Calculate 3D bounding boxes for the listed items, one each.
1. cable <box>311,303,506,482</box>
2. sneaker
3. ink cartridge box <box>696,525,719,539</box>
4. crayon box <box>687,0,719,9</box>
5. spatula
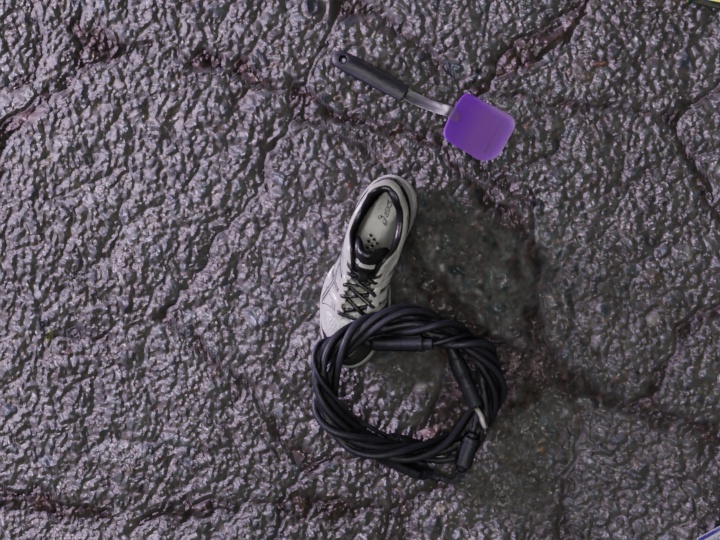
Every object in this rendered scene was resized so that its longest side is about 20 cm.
[{"bbox_3d":[0.045,0.115,1.539,0.199,0.051,0.164,28,101,-10],"label":"cable"},{"bbox_3d":[0.000,0.000,1.554,0.075,0.088,0.201,14,94,7],"label":"sneaker"},{"bbox_3d":[0.417,0.322,1.515,0.099,0.039,0.201,-29,87,8],"label":"ink cartridge box"},{"bbox_3d":[0.432,-0.324,1.500,0.199,0.058,0.174,14,92,9],"label":"crayon box"},{"bbox_3d":[0.059,-0.173,1.576,0.199,0.021,0.057,27,82,10],"label":"spatula"}]
